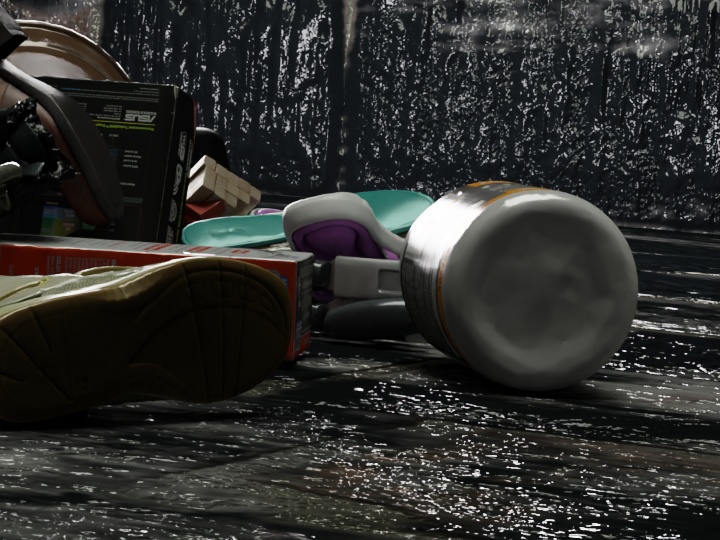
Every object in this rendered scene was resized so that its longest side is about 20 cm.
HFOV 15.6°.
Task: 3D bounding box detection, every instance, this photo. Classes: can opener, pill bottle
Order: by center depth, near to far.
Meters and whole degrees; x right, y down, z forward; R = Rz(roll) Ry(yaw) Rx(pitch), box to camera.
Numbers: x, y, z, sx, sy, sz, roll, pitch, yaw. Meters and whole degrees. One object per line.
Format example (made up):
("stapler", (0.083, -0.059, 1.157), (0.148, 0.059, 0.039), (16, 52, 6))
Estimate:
("pill bottle", (0.087, 0.005, 1.566), (0.115, 0.117, 0.200), (3, 4, -10))
("can opener", (-0.042, 0.016, 1.737), (0.199, 0.054, 0.067), (4, 3, 20))

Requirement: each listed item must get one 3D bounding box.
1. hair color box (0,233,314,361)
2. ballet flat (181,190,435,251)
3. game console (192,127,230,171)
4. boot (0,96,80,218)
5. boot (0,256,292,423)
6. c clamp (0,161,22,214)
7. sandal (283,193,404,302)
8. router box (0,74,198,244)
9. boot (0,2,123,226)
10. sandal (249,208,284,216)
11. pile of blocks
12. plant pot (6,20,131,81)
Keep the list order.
("hair color box", (-0.132, 0.015, 1.580), (0.198, 0.064, 0.111), (2, 3, 4))
("ballet flat", (-0.037, -0.014, 1.926), (0.198, 0.070, 0.069), (-9, 5, -5))
("game console", (-0.206, -0.098, 2.785), (0.199, 0.117, 0.176), (6, 5, 21))
("boot", (-0.261, -0.043, 1.610), (0.162, 0.074, 0.198), (-32, 6, -10))
("boot", (-0.147, 0.028, 1.292), (0.199, 0.073, 0.154), (-9, 11, -42))
("c clamp", (-0.249, -0.006, 1.326), (0.199, 0.027, 0.171), (-30, 0, 11))
("sandal", (-0.007, 0.002, 1.828), (0.082, 0.050, 0.203), (-13, -22, 17))
("router box", (-0.214, -0.050, 1.740), (0.198, 0.151, 0.062), (5, -12, 12))
("boot", (-0.272, -0.057, 1.687), (0.200, 0.189, 0.068), (-39, -1, 8))
("sandal", (-0.035, -0.020, 2.019), (0.082, 0.050, 0.202), (2, 18, -31))
("pile of blocks", (-0.175, -0.021, 2.110), (0.199, 0.082, 0.062), (-17, 40, 22))
("plant pot", (-0.244, -0.073, 1.923), (0.199, 0.202, 0.198), (3, 11, -11))
